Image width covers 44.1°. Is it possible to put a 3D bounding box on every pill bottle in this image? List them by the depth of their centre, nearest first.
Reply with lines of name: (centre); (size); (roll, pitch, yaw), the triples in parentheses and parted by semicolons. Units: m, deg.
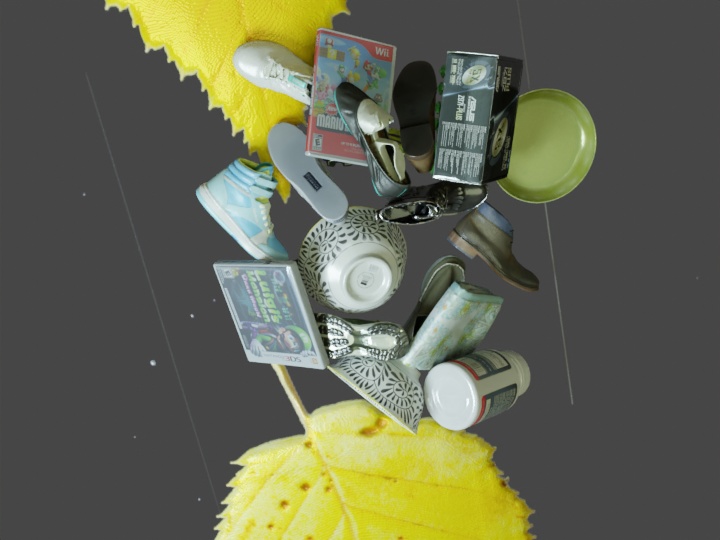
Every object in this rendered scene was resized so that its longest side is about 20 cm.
pill bottle: (0.217, 0.207, 1.604); (0.199, 0.119, 0.121); (-10, 115, -47)

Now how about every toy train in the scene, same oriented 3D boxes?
toy train: (0.147, -0.255, 1.513); (0.041, 0.056, 0.202); (4, 108, -10)

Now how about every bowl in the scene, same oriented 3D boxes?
bowl: (0.000, 0.000, 1.533); (0.199, 0.094, 0.202); (-8, 117, -15)
bowl: (0.045, 0.196, 1.588); (0.200, 0.201, 0.094); (40, 81, -18)

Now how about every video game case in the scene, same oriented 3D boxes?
video game case: (-0.014, -0.274, 1.428); (0.142, 0.017, 0.202); (6, 89, -29)
video game case: (-0.154, 0.075, 1.527); (0.181, 0.023, 0.201); (1, 118, 37)

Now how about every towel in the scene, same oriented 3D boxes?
towel: (0.169, 0.104, 1.582); (0.172, 0.048, 0.200); (-58, 150, 11)

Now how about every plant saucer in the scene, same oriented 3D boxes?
plant saucer: (0.316, -0.220, 1.565); (0.198, 0.031, 0.202); (-3, 108, -9)

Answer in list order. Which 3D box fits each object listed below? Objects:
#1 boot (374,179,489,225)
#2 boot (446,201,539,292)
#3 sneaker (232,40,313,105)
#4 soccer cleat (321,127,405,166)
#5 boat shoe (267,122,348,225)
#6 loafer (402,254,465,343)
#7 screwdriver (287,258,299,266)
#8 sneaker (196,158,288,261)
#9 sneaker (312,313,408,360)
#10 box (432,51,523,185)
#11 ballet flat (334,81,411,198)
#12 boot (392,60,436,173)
boot: (0.124, -0.109, 1.483); (0.198, 0.174, 0.070); (-9, 101, 4)
boot: (0.261, -0.042, 1.592); (0.199, 0.075, 0.097); (31, 104, -15)
sneaker: (-0.109, -0.312, 1.436); (0.199, 0.089, 0.076); (21, 104, -16)
soccer cleat: (0.024, -0.225, 1.501); (0.198, 0.065, 0.084); (-6, 82, -14)
boat shoe: (-0.089, -0.156, 1.487); (0.073, 0.065, 0.201); (-31, 77, -3)
loafer: (0.138, 0.069, 1.611); (0.075, 0.070, 0.201); (19, 104, -15)
screwdriver: (-0.043, -0.022, 1.584); (0.198, 0.029, 0.028); (-13, 110, -14)
sneaker: (-0.166, -0.104, 1.502); (0.130, 0.080, 0.200); (-42, 110, 8)
sneaker: (-0.011, 0.113, 1.550); (0.198, 0.089, 0.078); (10, 98, 9)
box: (0.194, -0.250, 1.449); (0.085, 0.164, 0.202); (11, 104, 22)
ballet flat: (0.029, -0.211, 1.405); (0.068, 0.068, 0.201); (-41, 112, -38)
boot: (0.095, -0.253, 1.470); (0.073, 0.202, 0.076); (-5, 154, 13)
